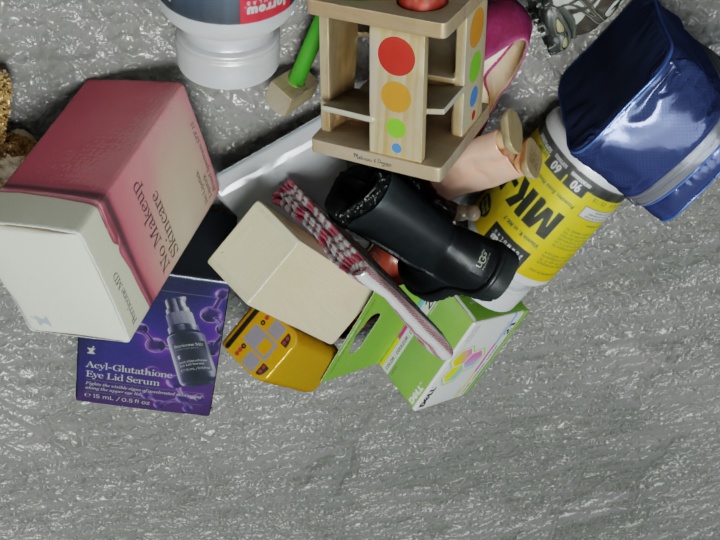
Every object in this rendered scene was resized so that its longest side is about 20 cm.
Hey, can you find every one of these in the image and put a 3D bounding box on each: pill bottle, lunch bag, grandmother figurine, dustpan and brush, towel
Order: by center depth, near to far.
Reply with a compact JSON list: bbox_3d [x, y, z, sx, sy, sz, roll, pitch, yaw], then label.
[{"bbox_3d":[-0.107,-0.254,0.880,0.117,0.121,0.202,-5,134,-9],"label":"pill bottle"},{"bbox_3d":[0.000,0.000,1.023,0.030,0.200,0.146,-46,128,3],"label":"towel"},{"bbox_3d":[0.276,-0.150,1.024,0.131,0.201,0.136,35,121,-16],"label":"lunch bag"},{"bbox_3d":[0.079,-0.091,1.087,0.197,0.061,0.122,-15,124,33],"label":"grandmother figurine"},{"bbox_3d":[-0.057,-0.063,1.125,0.138,0.057,0.202,-29,127,-1],"label":"dustpan and brush"},{"bbox_3d":[0.182,-0.058,1.137,0.113,0.115,0.201,19,125,-29],"label":"pill bottle"}]

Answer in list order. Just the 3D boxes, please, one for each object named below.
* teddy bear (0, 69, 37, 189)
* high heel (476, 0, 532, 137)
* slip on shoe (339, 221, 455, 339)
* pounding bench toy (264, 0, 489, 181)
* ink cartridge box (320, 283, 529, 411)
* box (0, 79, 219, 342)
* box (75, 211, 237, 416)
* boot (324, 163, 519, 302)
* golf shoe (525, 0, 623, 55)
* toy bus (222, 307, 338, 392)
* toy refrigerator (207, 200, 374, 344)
[{"bbox_3d":[-0.364,-0.126,0.984,0.196,0.067,0.147,12,120,-15],"label":"teddy bear"},{"bbox_3d":[0.114,-0.164,1.033,0.066,0.097,0.202,5,131,-19],"label":"high heel"},{"bbox_3d":[0.030,0.003,1.195,0.074,0.062,0.200,33,117,-34],"label":"slip on shoe"},{"bbox_3d":[0.004,-0.194,0.948,0.197,0.124,0.158,15,129,21],"label":"pounding bench toy"},{"bbox_3d":[0.070,0.083,1.212,0.198,0.076,0.149,-11,142,-46],"label":"ink cartridge box"},{"bbox_3d":[-0.221,-0.056,0.961,0.107,0.202,0.129,5,136,20],"label":"box"},{"bbox_3d":[-0.210,0.039,1.126,0.145,0.105,0.202,7,131,-8],"label":"box"},{"bbox_3d":[0.039,-0.040,1.038,0.167,0.200,0.077,33,82,-20],"label":"boot"},{"bbox_3d":[0.178,-0.256,0.918,0.093,0.079,0.200,-23,167,10],"label":"golf shoe"},{"bbox_3d":[-0.078,0.080,1.166,0.065,0.078,0.200,-50,162,1],"label":"toy bus"},{"bbox_3d":[-0.063,0.005,1.074,0.076,0.070,0.200,-49,154,4],"label":"toy refrigerator"}]
